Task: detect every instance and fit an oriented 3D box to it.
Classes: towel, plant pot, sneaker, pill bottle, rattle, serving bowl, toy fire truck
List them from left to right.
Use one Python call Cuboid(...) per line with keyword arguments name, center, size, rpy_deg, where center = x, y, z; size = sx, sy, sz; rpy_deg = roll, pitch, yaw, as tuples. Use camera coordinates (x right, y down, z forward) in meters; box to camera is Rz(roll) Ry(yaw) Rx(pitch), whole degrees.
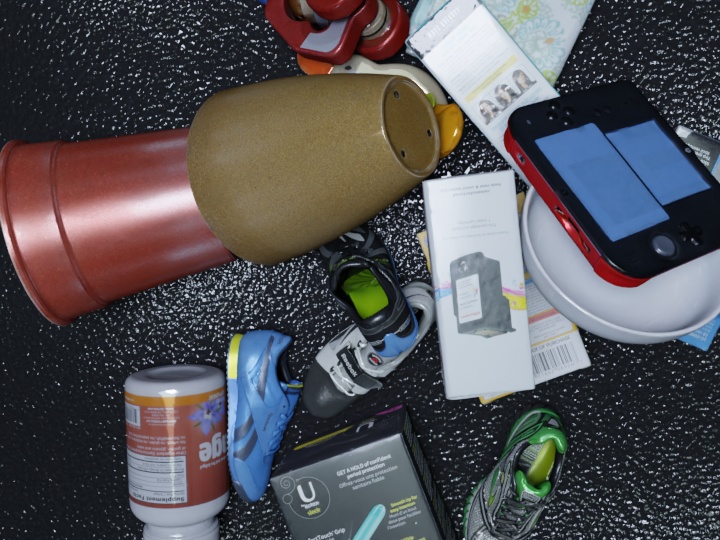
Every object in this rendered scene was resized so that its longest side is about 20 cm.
Cuboid(name="plant pot", center=(-0.241, -0.061, 0.814), size=(0.195, 0.201, 0.201), rpy_deg=(-13, 94, -2))
Cuboid(name="pill bottle", center=(-0.204, 0.213, 0.864), size=(0.112, 0.112, 0.200), rpy_deg=(-1, 95, 6))
Cuboid(name="sneaker", center=(-0.107, 0.168, 0.872), size=(0.078, 0.066, 0.200), rpy_deg=(1, 94, 8))
Cuboid(name="plant pot", center=(-0.030, -0.114, 0.737), size=(0.200, 0.186, 0.187), rpy_deg=(-12, 94, 38))
Cuboid(name="toy fire truck", center=(-0.028, -0.316, 0.798), size=(0.168, 0.112, 0.200), rpy_deg=(22, 90, 34))
Cuboid(name="sneaker", center=(0.000, 0.000, 0.806), size=(0.071, 0.083, 0.200), rpy_deg=(-32, 47, 5))
Cuboid(name="rattle", center=(0.003, -0.176, 0.800), size=(0.200, 0.143, 0.130), rpy_deg=(40, 112, -4))
Cuboid(name="sneaker", center=(0.005, 0.092, 0.846), size=(0.074, 0.089, 0.200), rpy_deg=(43, 99, -1))
Cuboid(name="towel", center=(0.158, -0.295, 0.818), size=(0.171, 0.048, 0.200), rpy_deg=(25, 97, 0))
Cuboid(name="sneaker", center=(0.168, 0.246, 0.844), size=(0.078, 0.085, 0.200), rpy_deg=(19, 97, 4))
Cuboid(name="serving bowl", center=(0.238, -0.015, 0.717), size=(0.200, 0.066, 0.200), rpy_deg=(4, 59, -7))

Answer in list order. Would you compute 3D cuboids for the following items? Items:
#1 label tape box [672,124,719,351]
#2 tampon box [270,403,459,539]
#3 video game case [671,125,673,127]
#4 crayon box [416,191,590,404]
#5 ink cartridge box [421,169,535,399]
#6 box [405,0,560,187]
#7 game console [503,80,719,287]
Cuboid(name="label tape box", center=(0.347, -0.028, 0.795), size=(0.144, 0.063, 0.200), rpy_deg=(23, 96, 4))
Cuboid(name="tampon box", center=(0.015, 0.275, 0.840), size=(0.150, 0.126, 0.200), rpy_deg=(-21, 92, 6))
Cuboid(name="video game case", center=(0.332, -0.072, 0.833), size=(0.200, 0.019, 0.143), rpy_deg=(34, 97, 3))
Cuboid(name="crayon box", center=(0.155, 0.029, 0.843), size=(0.126, 0.052, 0.200), rpy_deg=(-21, 93, 7))
Cuboid(name="ink cartridge box", center=(0.110, 0.008, 0.747), size=(0.083, 0.146, 0.200), rpy_deg=(-7, 95, 4))
Cuboid(name="box", center=(0.142, -0.186, 0.784), size=(0.082, 0.049, 0.200), rpy_deg=(-40, 97, 16))
Cuboid(name="game console", center=(0.243, -0.087, 0.705), size=(0.177, 0.031, 0.200), rpy_deg=(-21, 66, -21))
